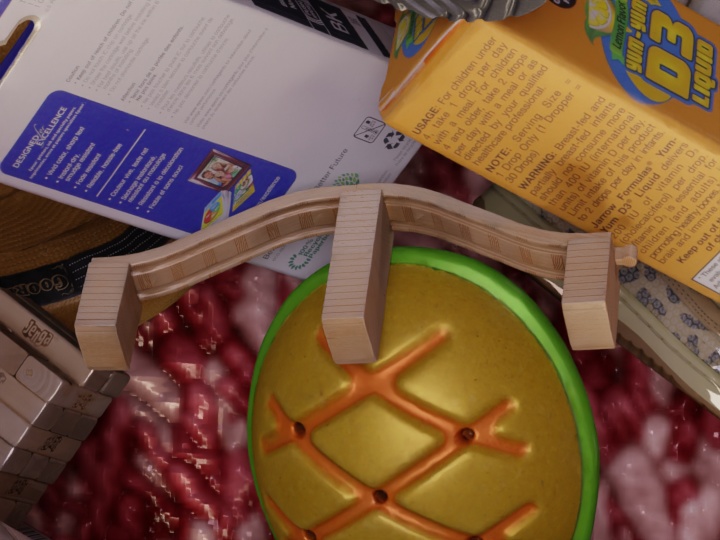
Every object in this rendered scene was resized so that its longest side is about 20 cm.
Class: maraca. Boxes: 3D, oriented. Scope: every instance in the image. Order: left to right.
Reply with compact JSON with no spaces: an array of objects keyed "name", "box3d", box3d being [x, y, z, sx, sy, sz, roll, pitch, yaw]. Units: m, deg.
[{"name":"maraca","box3d":[0.025,0.088,1.105,0.136,0.107,0.201,0,106,22]}]

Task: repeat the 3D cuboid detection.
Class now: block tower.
[{"name":"block tower","box3d":[-0.171,0.101,1.088,0.058,0.054,0.200,36,92,19]}]

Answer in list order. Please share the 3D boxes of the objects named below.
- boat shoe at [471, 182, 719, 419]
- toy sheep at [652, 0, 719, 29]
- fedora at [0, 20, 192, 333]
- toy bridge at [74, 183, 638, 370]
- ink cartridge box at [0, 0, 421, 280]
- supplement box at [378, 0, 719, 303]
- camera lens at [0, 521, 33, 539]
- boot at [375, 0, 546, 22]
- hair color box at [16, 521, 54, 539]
[{"name":"boat shoe","box3d":[0.134,0.015,1.109,0.200,0.073,0.063,36,94,7]},{"name":"toy sheep","box3d":[0.105,-0.136,1.092,0.199,0.138,0.139,15,89,-12]},{"name":"fedora","box3d":[-0.128,-0.054,1.117,0.200,0.201,0.082,-35,48,3]},{"name":"toy bridge","box3d":[0.000,0.000,1.053,0.199,0.027,0.067,-3,47,13]},{"name":"ink cartridge box","box3d":[-0.066,-0.063,1.055,0.100,0.199,0.039,-52,46,21]},{"name":"supplement box","box3d":[0.107,-0.048,1.046,0.199,0.067,0.069,25,134,-16]},{"name":"camera lens","box3d":[-0.116,0.182,1.007,0.200,0.160,0.160,34,92,-31]},{"name":"boot","box3d":[0.036,-0.179,1.030,0.164,0.066,0.200,17,48,24]},{"name":"hair color box","box3d":[-0.164,0.196,1.139,0.101,0.061,0.201,31,90,6]}]
